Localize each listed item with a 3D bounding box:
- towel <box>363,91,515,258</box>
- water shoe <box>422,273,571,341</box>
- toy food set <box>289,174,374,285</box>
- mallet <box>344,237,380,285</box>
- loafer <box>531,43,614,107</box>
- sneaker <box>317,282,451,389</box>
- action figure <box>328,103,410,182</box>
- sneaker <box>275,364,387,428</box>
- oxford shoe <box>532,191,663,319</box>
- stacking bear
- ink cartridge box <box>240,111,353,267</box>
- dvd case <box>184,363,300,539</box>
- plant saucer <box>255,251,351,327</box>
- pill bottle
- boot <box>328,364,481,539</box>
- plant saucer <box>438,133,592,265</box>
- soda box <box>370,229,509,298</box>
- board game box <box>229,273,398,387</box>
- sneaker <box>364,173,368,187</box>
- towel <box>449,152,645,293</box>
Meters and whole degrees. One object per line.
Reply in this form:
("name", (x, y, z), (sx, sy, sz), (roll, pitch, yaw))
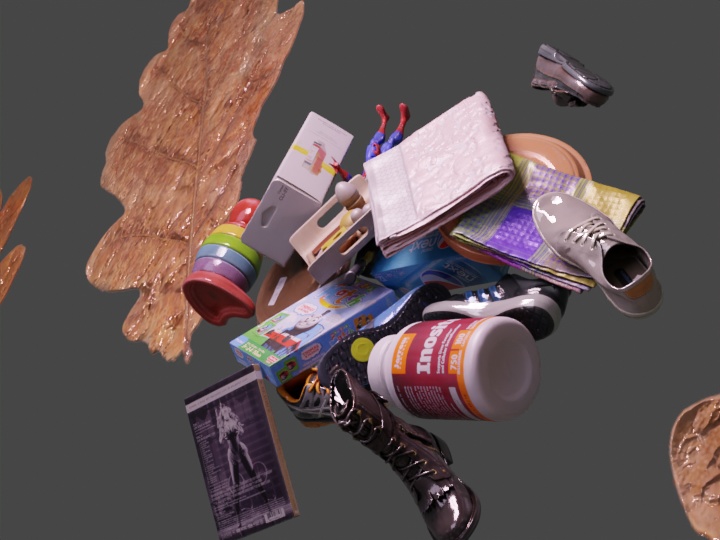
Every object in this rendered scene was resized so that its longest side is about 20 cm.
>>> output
("towel", (0.092, -0.124, 1.519), (0.189, 0.032, 0.201), (-31, 33, 15))
("water shoe", (0.163, 0.047, 1.444), (0.198, 0.072, 0.079), (-5, 34, 45))
("toy food set", (-0.030, -0.064, 1.676), (0.143, 0.061, 0.200), (-43, 15, 1))
("mallet", (0.000, 0.000, 1.651), (0.200, 0.041, 0.067), (-55, -15, -68))
("loafer", (0.273, -0.239, 1.603), (0.064, 0.071, 0.200), (-64, 18, 18))
("sneaker", (0.031, 0.089, 1.534), (0.199, 0.066, 0.078), (-35, -6, -14))
("action figure", (0.015, -0.184, 1.859), (0.064, 0.099, 0.202), (-1, 56, 28))
("sneaker", (-0.032, 0.155, 1.577), (0.198, 0.077, 0.079), (-19, 40, 42))
("oxford shoe", (0.255, -0.029, 1.329), (0.075, 0.058, 0.201), (-34, 49, -4))
("stacking bear", (-0.201, -0.029, 1.994), (0.121, 0.114, 0.202), (-16, 40, 46))
("ink cartridge box", (-0.095, -0.124, 1.880), (0.146, 0.083, 0.201), (-57, 6, 38))
("dvd case", (-0.157, 0.241, 1.605), (0.148, 0.016, 0.203), (-28, 73, 38))
("plant saucer", (-0.093, 0.020, 1.861), (0.199, 0.029, 0.202), (-35, 34, 28))
("pill bottle", (0.100, 0.113, 1.397), (0.199, 0.113, 0.114), (-8, 51, 51))
("boot", (0.036, 0.201, 1.328), (0.069, 0.174, 0.201), (-45, 30, 10))
("plant saucer", (0.184, -0.094, 1.494), (0.197, 0.033, 0.202), (-9, 50, 11))
("soda box", (0.106, -0.019, 1.583), (0.199, 0.064, 0.069), (-12, 47, 49))
("board game box", (-0.063, 0.076, 1.657), (0.198, 0.037, 0.151), (-30, 20, -20))
("sneaker", (0.069, -0.120, 1.739), (0.199, 0.071, 0.084), (-30, 50, 45))
("towel", (0.216, -0.060, 1.418), (0.198, 0.023, 0.144), (24, 66, 32))
